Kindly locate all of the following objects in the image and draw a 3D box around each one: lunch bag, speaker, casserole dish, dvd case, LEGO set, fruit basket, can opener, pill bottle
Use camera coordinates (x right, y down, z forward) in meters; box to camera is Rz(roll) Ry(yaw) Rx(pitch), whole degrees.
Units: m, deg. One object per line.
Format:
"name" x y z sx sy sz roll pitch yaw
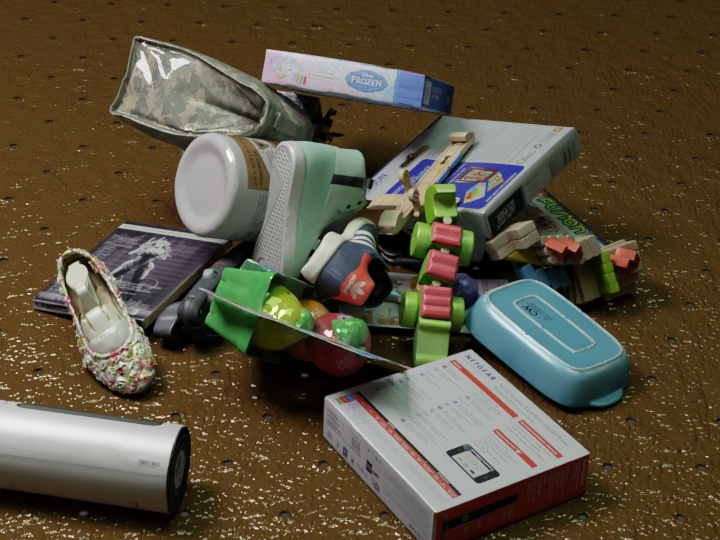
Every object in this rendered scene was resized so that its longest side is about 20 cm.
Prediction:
"lunch bag" -0.166 -0.186 1.799 0.198 0.119 0.164 19 1 18
"speaker" -0.260 0.169 1.389 0.197 0.082 0.081 7 31 8
"casserole dish" 0.200 0.069 1.604 0.120 0.039 0.200 -17 43 -38
"dvd case" -0.254 0.002 1.719 0.147 0.016 0.200 8 31 23
"LEGO set" -0.126 -0.157 1.953 0.197 0.116 0.156 4 60 11
"fruit basket" -0.045 0.056 1.529 0.197 0.095 0.185 14 -4 19
"can opener" -0.155 0.016 1.669 0.078 0.064 0.200 13 33 18
"pill bottle" -0.101 -0.088 1.723 0.198 0.116 0.114 4 22 -43

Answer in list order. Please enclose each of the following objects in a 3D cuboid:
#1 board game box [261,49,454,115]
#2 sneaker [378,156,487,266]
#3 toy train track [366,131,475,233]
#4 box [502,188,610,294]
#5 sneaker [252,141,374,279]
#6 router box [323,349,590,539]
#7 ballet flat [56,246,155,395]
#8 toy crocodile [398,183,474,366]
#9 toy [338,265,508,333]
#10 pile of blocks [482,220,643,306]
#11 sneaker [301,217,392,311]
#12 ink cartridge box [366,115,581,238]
"board game box" 0.002 -0.228 1.860 0.196 0.044 0.200 10 5 12
"sneaker" 0.060 -0.072 1.819 0.114 0.077 0.201 -9 35 -23
"toy train track" 0.075 -0.111 1.725 0.113 0.033 0.200 2 35 34
"box" 0.217 -0.036 1.812 0.109 0.035 0.200 -11 33 -22
"sneaker" -0.047 -0.040 1.656 0.117 0.203 0.074 -1 25 -33
"router box" 0.088 0.166 1.448 0.178 0.049 0.200 -15 35 -27
"ballet flat" -0.274 0.049 1.579 0.075 0.064 0.200 -33 48 -7
"toy crocodile" 0.083 0.006 1.620 0.067 0.062 0.203 11 71 -6
"toy" 0.074 0.021 1.693 0.197 0.048 0.116 1 32 -2
"pile of blocks" 0.234 -0.005 1.684 0.197 0.083 0.062 8 -6 -22
"sneaker" 0.000 0.000 1.623 0.084 0.075 0.200 37 17 5
"ink cartridge box" 0.123 -0.112 1.776 0.198 0.047 0.197 7 39 42
